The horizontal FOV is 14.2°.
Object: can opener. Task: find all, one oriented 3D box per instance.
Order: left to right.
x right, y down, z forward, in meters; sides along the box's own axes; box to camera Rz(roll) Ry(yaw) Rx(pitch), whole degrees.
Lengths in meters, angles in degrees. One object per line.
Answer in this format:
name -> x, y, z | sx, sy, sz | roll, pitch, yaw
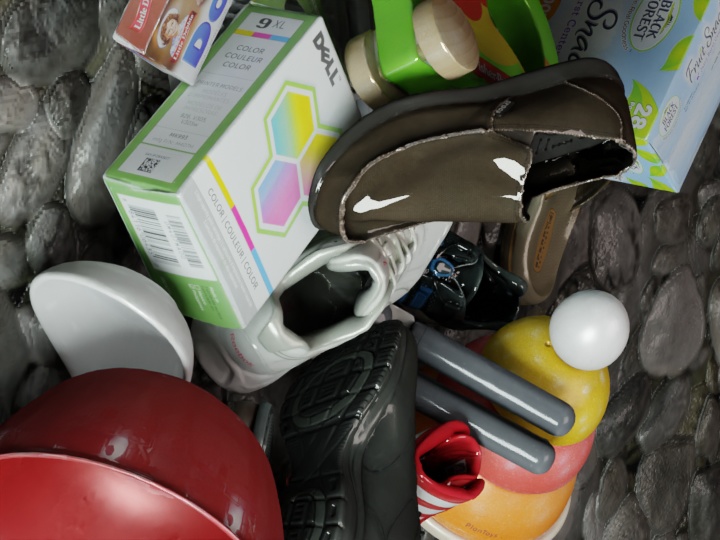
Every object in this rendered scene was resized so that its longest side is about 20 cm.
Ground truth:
can opener -> 0.035, 0.059, 1.746 | 0.054, 0.199, 0.067 | -62, 177, 2

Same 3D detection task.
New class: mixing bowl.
mixing bowl -> -0.121, 0.124, 1.548 | 0.201, 0.199, 0.109 | 67, 33, -41

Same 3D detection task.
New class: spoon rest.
spoon rest -> -0.123, 0.058, 1.602 | 0.061, 0.099, 0.200 | -63, 154, -22

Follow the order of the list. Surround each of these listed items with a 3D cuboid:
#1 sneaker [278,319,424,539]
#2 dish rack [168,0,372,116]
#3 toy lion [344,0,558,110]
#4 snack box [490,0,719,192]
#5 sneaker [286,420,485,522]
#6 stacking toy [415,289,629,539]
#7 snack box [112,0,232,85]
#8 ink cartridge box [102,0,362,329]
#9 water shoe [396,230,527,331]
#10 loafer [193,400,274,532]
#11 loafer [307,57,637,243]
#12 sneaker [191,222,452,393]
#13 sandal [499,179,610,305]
sneaker -> -0.001, 0.119, 1.645 | 0.091, 0.076, 0.201 | 45, 46, -34
dish rack -> -0.058, -0.126, 1.673 | 0.171, 0.043, 0.201 | -33, 127, -46
toy lion -> 0.050, -0.169, 1.693 | 0.200, 0.068, 0.193 | 29, 46, -47
snack box -> 0.137, -0.149, 1.812 | 0.169, 0.199, 0.068 | -64, 144, -20
sneaker -> 0.027, 0.147, 1.771 | 0.200, 0.115, 0.079 | 48, 24, -81
stacking toy -> 0.113, 0.078, 1.828 | 0.146, 0.146, 0.200 | -36, 171, -45
snack box -> -0.068, -0.201, 1.545 | 0.201, 0.024, 0.072 | -65, 159, -1
ink cartridge box -> -0.051, -0.077, 1.608 | 0.200, 0.059, 0.104 | -53, 139, -31
water shoe -> 0.039, -0.012, 1.820 | 0.200, 0.079, 0.072 | 25, 79, -56
loafer -> -0.091, 0.163, 1.666 | 0.072, 0.063, 0.201 | -73, 173, -64
loafer -> 0.067, -0.060, 1.602 | 0.199, 0.071, 0.073 | -21, 140, -13
sneaker -> 0.000, 0.000, 1.661 | 0.200, 0.099, 0.078 | -43, 106, -30
sandal -> 0.146, -0.071, 1.981 | 0.080, 0.054, 0.201 | 15, 88, -56
